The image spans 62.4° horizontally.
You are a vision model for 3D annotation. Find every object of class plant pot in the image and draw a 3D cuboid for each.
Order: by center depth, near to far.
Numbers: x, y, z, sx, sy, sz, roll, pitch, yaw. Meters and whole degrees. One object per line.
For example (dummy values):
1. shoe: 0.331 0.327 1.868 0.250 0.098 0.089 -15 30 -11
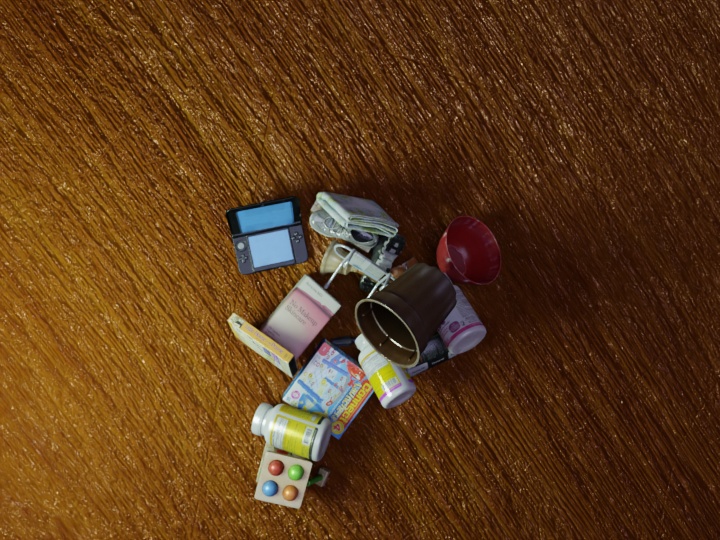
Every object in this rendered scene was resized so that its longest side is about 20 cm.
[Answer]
1. plant pot: 0.124 0.097 1.460 0.198 0.200 0.201 -40 96 -31

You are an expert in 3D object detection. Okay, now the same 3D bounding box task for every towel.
1. towel: -0.007 -0.155 1.587 0.169 0.200 0.049 10 111 -32

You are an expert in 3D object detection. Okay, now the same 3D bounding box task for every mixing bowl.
1. mixing bowl: 0.287 -0.041 1.678 0.198 0.108 0.203 13 64 -29

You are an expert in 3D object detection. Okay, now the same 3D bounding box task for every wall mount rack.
1. wall mount rack: -0.007 0.023 1.566 0.199 0.174 0.075 33 61 -7

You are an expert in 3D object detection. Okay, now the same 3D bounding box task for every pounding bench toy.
1. pounding bench toy: -0.173 0.553 1.601 0.197 0.156 0.126 16 88 -9

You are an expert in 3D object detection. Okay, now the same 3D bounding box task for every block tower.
1. block tower: -0.052 -0.123 1.670 0.199 0.058 0.054 32 86 -6

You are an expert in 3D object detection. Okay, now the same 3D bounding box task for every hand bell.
1. hand bell: 0.000 0.000 1.625 0.198 0.104 0.105 23 87 10

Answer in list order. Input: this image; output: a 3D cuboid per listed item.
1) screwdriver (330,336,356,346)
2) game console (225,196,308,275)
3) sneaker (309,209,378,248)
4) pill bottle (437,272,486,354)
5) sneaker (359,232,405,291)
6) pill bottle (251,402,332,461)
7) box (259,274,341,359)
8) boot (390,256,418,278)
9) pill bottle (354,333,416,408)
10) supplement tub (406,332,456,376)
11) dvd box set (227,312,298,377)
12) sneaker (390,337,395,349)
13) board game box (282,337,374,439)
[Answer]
1. screwdriver: 0.014 0.200 1.694 0.197 0.028 0.029 -1 121 -9
2. game console: -0.249 -0.091 1.608 0.197 0.116 0.179 -12 92 -8
3. sneaker: -0.039 -0.119 1.602 0.197 0.082 0.076 16 88 -8
4. pill bottle: 0.240 0.111 1.592 0.112 0.114 0.201 -25 59 -8
5. sneaker: 0.055 -0.033 1.683 0.066 0.091 0.201 21 112 -27
6. pill bottle: -0.184 0.424 1.586 0.197 0.112 0.114 15 88 13
7. box: -0.164 0.127 1.622 0.128 0.109 0.201 40 87 -7
8. boot: 0.116 0.067 1.690 0.199 0.074 0.156 -32 95 -18
9. pill bottle: 0.061 0.261 1.604 0.103 0.105 0.201 -26 63 -7
10. supplement tub: 0.194 0.209 1.674 0.198 0.123 0.124 -23 93 -7
11. dvd box set: -0.254 0.199 1.565 0.199 0.147 0.030 33 68 13
12. sneaker: 0.096 0.163 1.605 0.098 0.201 0.071 21 122 -25
13. board game box: -0.082 0.328 1.654 0.195 0.056 0.201 36 92 -7
